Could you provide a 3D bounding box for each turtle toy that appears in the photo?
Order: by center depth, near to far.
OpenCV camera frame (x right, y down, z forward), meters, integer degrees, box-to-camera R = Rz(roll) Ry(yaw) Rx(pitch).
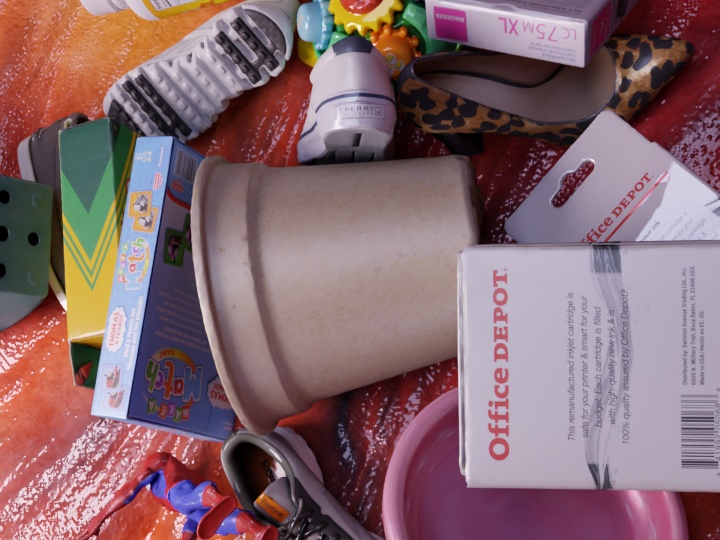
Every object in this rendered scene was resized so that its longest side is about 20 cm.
[{"bbox_3d":[0.029,-0.216,1.008,0.145,0.101,0.201,27,89,26],"label":"turtle toy"}]

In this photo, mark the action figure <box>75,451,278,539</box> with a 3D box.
[{"bbox_3d":[-0.136,0.187,0.953,0.099,0.065,0.200,-51,20,-10],"label":"action figure"}]

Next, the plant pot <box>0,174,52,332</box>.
[{"bbox_3d":[-0.342,-0.018,1.058,0.199,0.141,0.142,-8,77,41],"label":"plant pot"}]

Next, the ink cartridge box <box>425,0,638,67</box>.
[{"bbox_3d":[0.143,-0.214,0.951,0.119,0.042,0.200,16,44,25],"label":"ink cartridge box"}]

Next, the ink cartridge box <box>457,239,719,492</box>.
[{"bbox_3d":[0.161,0.054,0.800,0.199,0.083,0.148,0,91,10],"label":"ink cartridge box"}]

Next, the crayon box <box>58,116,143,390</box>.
[{"bbox_3d":[-0.174,-0.003,1.030,0.051,0.127,0.201,-12,74,20],"label":"crayon box"}]

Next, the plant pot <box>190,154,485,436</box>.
[{"bbox_3d":[0.000,0.000,0.932,0.182,0.200,0.202,-11,73,9],"label":"plant pot"}]

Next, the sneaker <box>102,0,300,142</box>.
[{"bbox_3d":[-0.126,-0.165,1.086,0.199,0.075,0.081,-24,26,31],"label":"sneaker"}]

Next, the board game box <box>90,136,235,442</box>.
[{"bbox_3d":[-0.129,0.019,0.990,0.036,0.151,0.201,2,78,24],"label":"board game box"}]

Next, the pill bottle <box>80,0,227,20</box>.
[{"bbox_3d":[-0.133,-0.268,1.074,0.199,0.109,0.110,-12,73,12],"label":"pill bottle"}]

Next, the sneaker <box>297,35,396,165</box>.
[{"bbox_3d":[-0.005,-0.116,0.954,0.073,0.200,0.071,2,84,-9],"label":"sneaker"}]

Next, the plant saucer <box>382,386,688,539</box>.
[{"bbox_3d":[0.110,0.165,0.863,0.199,0.051,0.201,5,55,-7],"label":"plant saucer"}]

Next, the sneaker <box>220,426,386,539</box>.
[{"bbox_3d":[-0.035,0.191,0.948,0.074,0.079,0.200,-46,66,5],"label":"sneaker"}]

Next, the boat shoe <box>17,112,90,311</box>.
[{"bbox_3d":[-0.226,-0.040,1.090,0.060,0.072,0.202,-31,63,18],"label":"boat shoe"}]

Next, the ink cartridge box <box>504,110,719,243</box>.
[{"bbox_3d":[0.208,-0.001,0.896,0.116,0.068,0.200,-48,65,6],"label":"ink cartridge box"}]

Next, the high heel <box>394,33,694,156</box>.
[{"bbox_3d":[0.127,-0.136,0.922,0.199,0.142,0.072,-19,71,18],"label":"high heel"}]
